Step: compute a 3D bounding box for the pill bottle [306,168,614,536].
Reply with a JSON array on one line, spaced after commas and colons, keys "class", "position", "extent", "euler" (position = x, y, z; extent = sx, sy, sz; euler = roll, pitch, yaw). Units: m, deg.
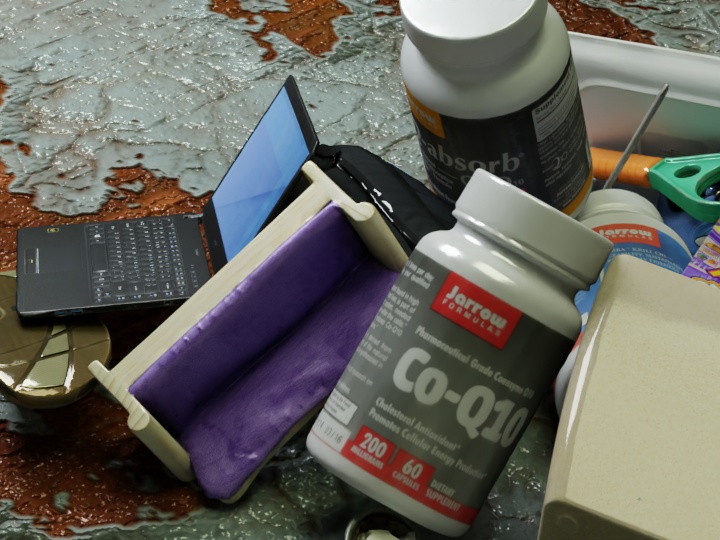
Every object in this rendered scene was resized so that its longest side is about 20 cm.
[{"class": "pill bottle", "position": [0.062, 0.048, 1.541], "extent": [0.114, 0.200, 0.114], "euler": [29, 2, -1]}]

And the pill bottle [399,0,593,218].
[{"class": "pill bottle", "position": [0.089, -0.118, 1.717], "extent": [0.116, 0.200, 0.117], "euler": [-7, 49, 9]}]

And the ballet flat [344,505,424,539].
[{"class": "ballet flat", "position": [0.012, 0.207, 1.456], "extent": [0.067, 0.064, 0.200], "euler": [6, 33, -8]}]

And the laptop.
[{"class": "laptop", "position": [-0.131, -0.050, 1.691], "extent": [0.199, 0.104, 0.177], "euler": [-5, 19, -6]}]

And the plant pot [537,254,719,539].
[{"class": "plant pot", "position": [0.193, 0.146, 1.504], "extent": [0.199, 0.200, 0.177], "euler": [21, 45, 16]}]

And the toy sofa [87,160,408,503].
[{"class": "toy sofa", "position": [-0.058, 0.040, 1.582], "extent": [0.200, 0.083, 0.098], "euler": [-43, 56, -5]}]

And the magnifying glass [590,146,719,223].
[{"class": "magnifying glass", "position": [0.226, -0.067, 1.817], "extent": [0.080, 0.022, 0.200], "euler": [-35, 29, -32]}]

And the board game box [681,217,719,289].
[{"class": "board game box", "position": [0.299, 0.043, 1.629], "extent": [0.200, 0.045, 0.134], "euler": [25, 33, 11]}]

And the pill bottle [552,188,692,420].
[{"class": "pill bottle", "position": [0.178, 0.030, 1.737], "extent": [0.112, 0.112, 0.200], "euler": [6, 33, -7]}]

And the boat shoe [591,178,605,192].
[{"class": "boat shoe", "position": [0.094, -0.042, 1.876], "extent": [0.200, 0.074, 0.065], "euler": [-3, 29, -39]}]

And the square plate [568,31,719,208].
[{"class": "square plate", "position": [0.236, -0.092, 1.872], "extent": [0.200, 0.198, 0.028], "euler": [13, 60, 18]}]

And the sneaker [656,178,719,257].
[{"class": "sneaker", "position": [0.275, -0.024, 1.814], "extent": [0.078, 0.089, 0.200], "euler": [-7, 14, -39]}]

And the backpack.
[{"class": "backpack", "position": [0.000, 0.000, 1.724], "extent": [0.163, 0.154, 0.200], "euler": [-21, 61, -29]}]

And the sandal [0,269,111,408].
[{"class": "sandal", "position": [-0.207, 0.051, 1.654], "extent": [0.080, 0.054, 0.200], "euler": [-4, 20, -14]}]

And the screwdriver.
[{"class": "screwdriver", "position": [0.175, -0.061, 1.805], "extent": [0.028, 0.200, 0.029], "euler": [30, 51, 3]}]
